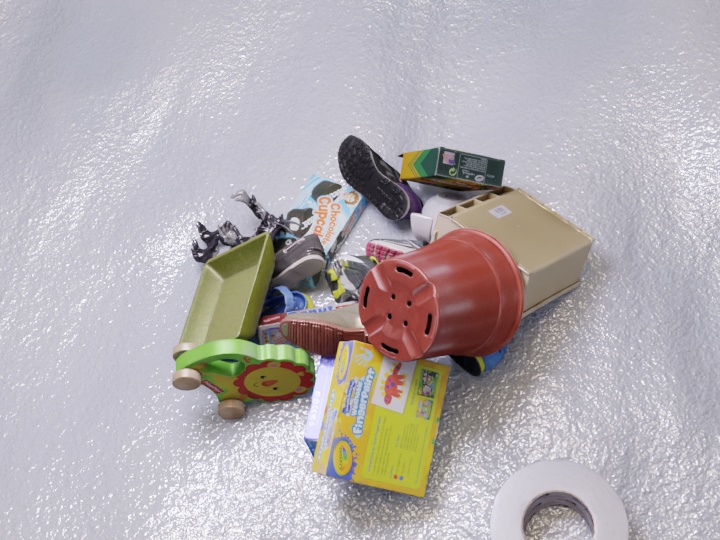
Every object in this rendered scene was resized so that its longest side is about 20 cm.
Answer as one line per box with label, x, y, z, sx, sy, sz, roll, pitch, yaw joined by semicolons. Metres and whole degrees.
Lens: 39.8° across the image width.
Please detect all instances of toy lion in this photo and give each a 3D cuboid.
toy lion;-0.175;0.162;1.592;0.190;0.200;0.069;-21;53;21

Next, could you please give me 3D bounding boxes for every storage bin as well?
storage bin;0.245;-0.037;1.626;0.198;0.095;0.199;38;41;29

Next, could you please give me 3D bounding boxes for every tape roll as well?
tape roll;0.286;0.379;1.435;0.197;0.066;0.203;-6;58;9

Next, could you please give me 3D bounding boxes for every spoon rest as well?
spoon rest;0.137;-0.090;1.713;0.098;0.061;0.200;15;21;22

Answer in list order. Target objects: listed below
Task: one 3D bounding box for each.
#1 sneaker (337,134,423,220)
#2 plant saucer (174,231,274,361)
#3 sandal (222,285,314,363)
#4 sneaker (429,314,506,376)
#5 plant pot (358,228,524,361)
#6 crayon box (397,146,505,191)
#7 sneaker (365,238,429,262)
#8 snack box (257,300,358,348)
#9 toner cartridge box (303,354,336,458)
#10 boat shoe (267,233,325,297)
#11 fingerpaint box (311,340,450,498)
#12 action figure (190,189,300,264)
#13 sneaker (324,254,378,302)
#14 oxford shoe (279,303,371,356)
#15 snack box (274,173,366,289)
sneaker;0.036;-0.162;1.809;0.076;0.087;0.201;-49;64;23
plant saucer;-0.217;0.055;1.666;0.199;0.048;0.202;-21;46;46
sandal;-0.173;0.091;1.694;0.200;0.087;0.079;-41;62;-12
sneaker;0.156;0.090;1.644;0.078;0.066;0.200;-35;58;-24
plant pot;0.110;0.046;1.487;0.200;0.203;0.194;40;30;29
crayon box;0.151;-0.173;1.729;0.125;0.200;0.052;9;90;-18
sneaker;0.106;-0.022;1.715;0.197;0.081;0.075;10;47;9
snack box;-0.072;0.094;1.654;0.197;0.072;0.024;-9;44;-8
toner cartridge box;-0.044;0.196;1.598;0.043;0.095;0.202;4;61;14
boat shoe;-0.140;0.001;1.726;0.199;0.067;0.058;-27;52;28
fingerpaint box;0.031;0.223;1.502;0.165;0.073;0.203;15;80;-19
action figure;-0.211;-0.073;1.763;0.198;0.103;0.120;-16;34;25
sneaker;0.000;0.000;1.662;0.084;0.200;0.075;-27;94;-18
oxford shoe;-0.028;0.089;1.571;0.197;0.071;0.074;8;45;-1
snack box;-0.085;-0.074;1.803;0.115;0.037;0.201;21;66;22
